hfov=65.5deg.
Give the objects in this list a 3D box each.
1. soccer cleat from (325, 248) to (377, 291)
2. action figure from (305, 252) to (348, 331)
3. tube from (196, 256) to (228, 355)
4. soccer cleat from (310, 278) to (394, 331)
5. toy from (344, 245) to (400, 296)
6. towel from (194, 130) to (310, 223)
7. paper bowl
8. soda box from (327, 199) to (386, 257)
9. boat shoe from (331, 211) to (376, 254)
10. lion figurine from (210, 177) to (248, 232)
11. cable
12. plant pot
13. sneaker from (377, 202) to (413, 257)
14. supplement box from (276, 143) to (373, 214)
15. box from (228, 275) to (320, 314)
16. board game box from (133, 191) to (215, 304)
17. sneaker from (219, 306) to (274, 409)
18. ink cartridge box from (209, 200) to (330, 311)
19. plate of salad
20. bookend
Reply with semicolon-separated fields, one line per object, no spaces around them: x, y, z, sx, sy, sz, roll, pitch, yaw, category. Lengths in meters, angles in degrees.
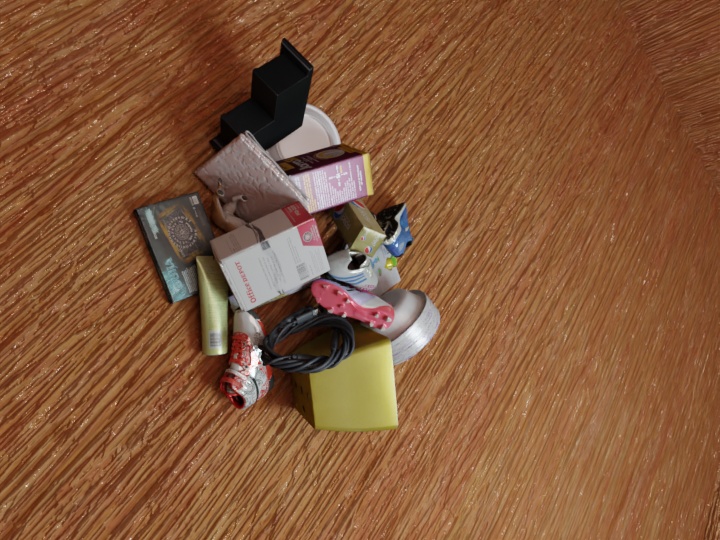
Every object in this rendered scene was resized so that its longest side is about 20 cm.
0.000;0.000;1.255;0.200;0.086;0.070;17;48;-56;soccer cleat
-0.076;0.063;1.276;0.118;0.102;0.201;-17;76;-12;action figure
-0.298;0.070;1.143;0.052;0.058;0.201;-1;93;2;tube
-0.016;0.066;1.216;0.199;0.067;0.077;25;28;-11;soccer cleat
0.018;0.014;1.396;0.200;0.047;0.116;-33;111;-42;toy
-0.225;-0.174;1.167;0.200;0.191;0.032;47;46;-20;towel
0.080;0.122;1.332;0.104;0.200;0.201;50;58;-19;paper bowl
-0.014;-0.116;1.310;0.068;0.200;0.064;19;114;-32;soda box
-0.004;-0.074;1.390;0.067;0.057;0.200;47;59;-21;boat shoe
-0.263;-0.088;1.190;0.072;0.122;0.200;-33;87;-46;lion figurine
-0.109;0.150;1.125;0.200;0.163;0.051;-30;140;-41;cable
-0.048;0.242;1.223;0.176;0.200;0.201;-10;100;-23;plant pot
0.089;-0.102;1.429;0.089;0.078;0.200;60;26;-28;sneaker
-0.089;-0.207;1.263;0.199;0.131;0.104;-21;121;-23;supplement box
-0.183;0.040;1.202;0.199;0.041;0.039;-22;79;-12;box
-0.362;-0.048;1.146;0.135;0.028;0.201;-23;97;-36;board game box
-0.240;0.182;1.139;0.108;0.067;0.202;-36;122;-52;sneaker
-0.179;-0.028;1.120;0.199;0.085;0.146;-27;134;-14;ink cartridge box
-0.140;-0.297;1.334;0.199;0.048;0.201;1;88;-26;plate of salad
-0.211;-0.342;1.170;0.092;0.199;0.200;46;67;7;bookend
